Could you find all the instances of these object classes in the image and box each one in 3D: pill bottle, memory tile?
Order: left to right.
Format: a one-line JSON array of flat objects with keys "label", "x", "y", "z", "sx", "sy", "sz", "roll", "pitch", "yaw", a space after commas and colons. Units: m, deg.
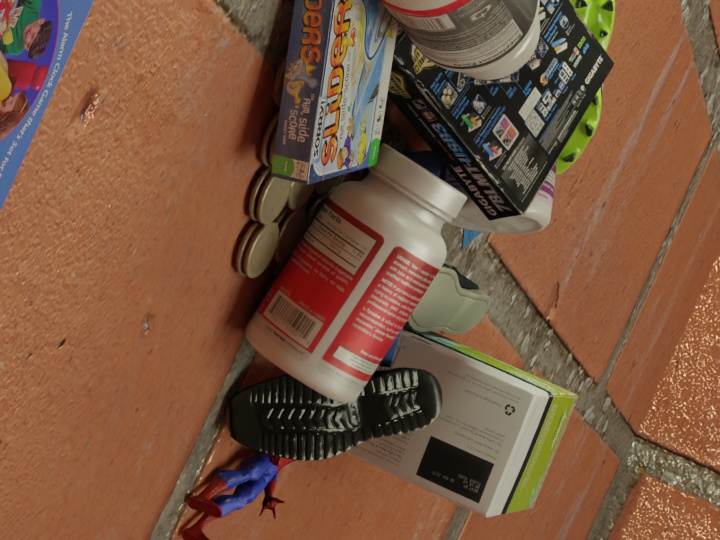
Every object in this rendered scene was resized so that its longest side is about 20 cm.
[{"label": "memory tile", "x": -0.046, "y": -0.097, "z": 1.615, "sx": 0.153, "sy": 0.017, "sz": 0.201, "roll": -33, "pitch": 143, "yaw": -58}, {"label": "pill bottle", "x": 0.000, "y": 0.000, "z": 1.647, "sx": 0.201, "sy": 0.112, "sz": 0.112, "roll": -57, "pitch": 162, "yaw": 4}, {"label": "pill bottle", "x": 0.076, "y": -0.220, "z": 1.526, "sx": 0.111, "sy": 0.110, "sz": 0.200, "roll": -64, "pitch": 156, "yaw": -6}, {"label": "pill bottle", "x": 0.133, "y": -0.142, "z": 1.854, "sx": 0.112, "sy": 0.112, "sz": 0.201, "roll": 39, "pitch": 57, "yaw": -71}]

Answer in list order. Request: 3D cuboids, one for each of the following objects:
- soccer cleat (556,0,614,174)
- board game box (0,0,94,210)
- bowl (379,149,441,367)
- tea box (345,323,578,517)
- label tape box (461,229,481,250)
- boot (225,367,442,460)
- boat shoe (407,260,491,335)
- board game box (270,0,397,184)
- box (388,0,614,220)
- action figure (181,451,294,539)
[{"label": "soccer cleat", "x": 0.204, "y": -0.192, "z": 1.928, "sx": 0.081, "sy": 0.067, "sz": 0.201, "roll": -109, "pitch": -149, "yaw": -69}, {"label": "board game box", "x": -0.230, "y": -0.084, "z": 1.082, "sx": 0.201, "sy": 0.045, "sz": 0.134, "roll": -66, "pitch": 161, "yaw": -2}, {"label": "bowl", "x": 0.032, "y": -0.013, "z": 1.796, "sx": 0.201, "sy": 0.039, "sz": 0.202, "roll": -166, "pitch": -90, "yaw": -90}, {"label": "tea box", "x": 0.088, "y": 0.145, "z": 1.982, "sx": 0.134, "sy": 0.199, "sz": 0.197, "roll": -68, "pitch": 163, "yaw": 3}, {"label": "label tape box", "x": 0.149, "y": -0.136, "z": 2.013, "sx": 0.200, "sy": 0.063, "sz": 0.145, "roll": -39, "pitch": 150, "yaw": -29}, {"label": "boot", "x": -0.044, "y": 0.127, "z": 1.784, "sx": 0.199, "sy": 0.138, "sz": 0.078, "roll": -1, "pitch": 89, "yaw": -25}, {"label": "boat shoe", "x": 0.071, "y": 0.017, "z": 1.993, "sx": 0.075, "sy": 0.062, "sz": 0.200, "roll": -54, "pitch": 155, "yaw": 12}, {"label": "board game box", "x": -0.014, "y": -0.175, "z": 1.534, "sx": 0.135, "sy": 0.034, "sz": 0.201, "roll": -23, "pitch": 124, "yaw": -64}, {"label": "box", "x": 0.117, "y": -0.184, "z": 1.740, "sx": 0.199, "sy": 0.050, "sz": 0.200, "roll": 48, "pitch": 58, "yaw": -25}, {"label": "action figure", "x": -0.089, "y": 0.182, "z": 1.786, "sx": 0.200, "sy": 0.051, "sz": 0.066, "roll": -45, "pitch": 148, "yaw": -53}]
